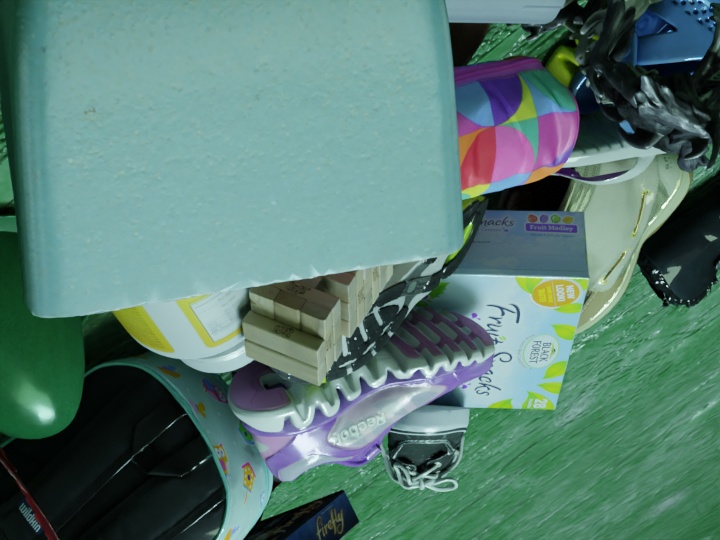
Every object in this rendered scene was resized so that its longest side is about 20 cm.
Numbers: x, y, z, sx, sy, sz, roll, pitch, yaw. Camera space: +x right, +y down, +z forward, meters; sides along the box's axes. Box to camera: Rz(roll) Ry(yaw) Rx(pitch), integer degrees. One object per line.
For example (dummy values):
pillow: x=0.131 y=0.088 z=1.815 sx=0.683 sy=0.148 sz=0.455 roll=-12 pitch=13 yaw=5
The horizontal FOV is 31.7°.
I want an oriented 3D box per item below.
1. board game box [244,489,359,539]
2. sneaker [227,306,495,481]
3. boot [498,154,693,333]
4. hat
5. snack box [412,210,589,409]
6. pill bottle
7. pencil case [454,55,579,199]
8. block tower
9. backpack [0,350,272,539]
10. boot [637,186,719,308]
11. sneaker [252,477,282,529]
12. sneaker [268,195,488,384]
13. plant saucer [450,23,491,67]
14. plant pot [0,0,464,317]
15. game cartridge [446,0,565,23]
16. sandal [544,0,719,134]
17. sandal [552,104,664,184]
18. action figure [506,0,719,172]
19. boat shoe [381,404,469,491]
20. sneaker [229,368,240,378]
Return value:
board game box: x=-0.104 y=0.255 z=1.063 sx=0.135 sy=0.035 sz=0.200 roll=-26 pitch=180 yaw=31
sneaker: x=0.005 y=0.092 z=0.906 sx=0.198 sy=0.080 sz=0.089 roll=-18 pitch=119 yaw=-18
boot: x=0.170 y=-0.026 z=1.050 sx=0.154 sy=0.072 sz=0.201 roll=-2 pitch=134 yaw=-41
hat: x=-0.205 y=0.090 z=0.780 sx=0.165 sy=0.177 sz=0.200 roll=-37 pitch=149 yaw=10
snack box: x=0.084 y=0.035 z=1.004 sx=0.167 sy=0.068 sz=0.201 roll=2 pitch=147 yaw=0
pill bottle: x=-0.112 y=-0.015 z=0.776 sx=0.111 sy=0.112 sz=0.200 roll=-28 pitch=150 yaw=-4
pencil case: x=0.038 y=-0.079 z=0.759 sx=0.199 sy=0.089 sz=0.089 roll=-16 pitch=147 yaw=-35
block tower: x=-0.001 y=-0.023 z=0.809 sx=0.201 sy=0.057 sz=0.054 roll=-57 pitch=159 yaw=-35
backpack: x=-0.161 y=0.157 z=0.927 sx=0.200 sy=0.176 sz=0.153 roll=-45 pitch=164 yaw=24
boot: x=0.329 y=-0.047 z=1.153 sx=0.168 sy=0.077 sz=0.200 roll=-36 pitch=156 yaw=0
sneaker: x=-0.070 y=0.163 z=1.115 sx=0.198 sy=0.072 sz=0.113 roll=-20 pitch=151 yaw=-20
sneaker: x=0.000 y=0.000 z=0.871 sx=0.200 sy=0.081 sz=0.074 roll=-41 pitch=151 yaw=-31
plant saucer: x=-0.008 y=-0.149 z=0.749 sx=0.199 sy=0.035 sz=0.201 roll=-22 pitch=147 yaw=-15
plant pot: x=-0.068 y=-0.129 z=0.559 sx=0.194 sy=0.197 sz=0.202 roll=-9 pitch=127 yaw=-14
game cartridge: x=0.084 y=-0.225 z=0.674 sx=0.132 sy=0.041 sz=0.201 roll=-6 pitch=128 yaw=-34
sandal: x=0.219 y=-0.170 z=0.871 sx=0.079 sy=0.087 sz=0.200 roll=9 pitch=130 yaw=-45
sandal: x=0.172 y=-0.087 z=0.925 sx=0.201 sy=0.083 sz=0.050 roll=-7 pitch=120 yaw=-18
action figure: x=0.172 y=-0.136 z=0.763 sx=0.102 sy=0.200 sz=0.119 roll=-49 pitch=143 yaw=12
boat shoe: x=0.051 y=0.153 z=1.077 sx=0.073 sy=0.069 sz=0.199 roll=2 pitch=168 yaw=-4
sneaker: x=-0.066 y=0.060 z=0.975 sx=0.077 sy=0.090 sz=0.202 roll=3 pitch=125 yaw=-4
